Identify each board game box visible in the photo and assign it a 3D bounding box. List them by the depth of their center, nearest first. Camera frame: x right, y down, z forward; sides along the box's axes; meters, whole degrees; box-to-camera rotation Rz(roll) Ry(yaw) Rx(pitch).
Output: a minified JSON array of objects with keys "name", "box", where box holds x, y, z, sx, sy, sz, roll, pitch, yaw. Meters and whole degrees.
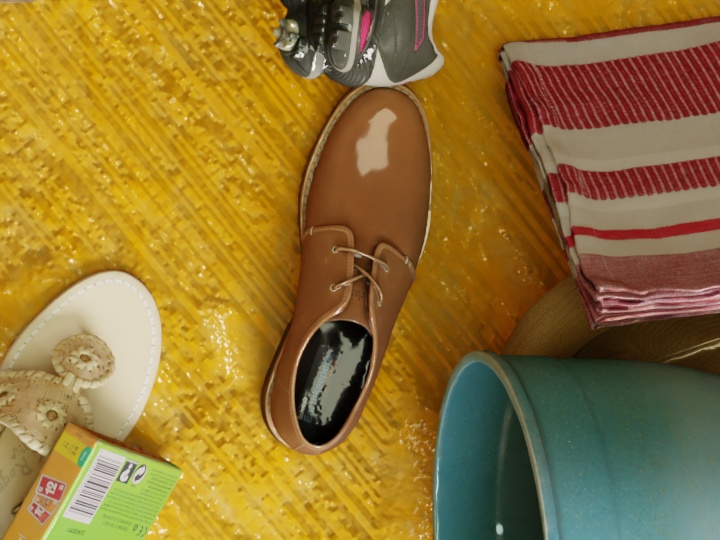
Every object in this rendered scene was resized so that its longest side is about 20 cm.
[{"name":"board game box","box":[-0.167,0.176,1.451,0.030,0.096,0.200,27,89,26]}]

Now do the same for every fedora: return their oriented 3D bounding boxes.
[{"name":"fedora","box":[0.165,0.056,1.488,0.200,0.082,0.201,0,115,1]}]

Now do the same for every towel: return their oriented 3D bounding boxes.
[{"name":"towel","box":[0.159,-0.056,1.445,0.144,0.200,0.023,-8,137,-10]}]

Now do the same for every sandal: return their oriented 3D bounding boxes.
[{"name":"sandal","box":[-0.170,0.095,1.450,0.078,0.070,0.212,41,88,-12]}]

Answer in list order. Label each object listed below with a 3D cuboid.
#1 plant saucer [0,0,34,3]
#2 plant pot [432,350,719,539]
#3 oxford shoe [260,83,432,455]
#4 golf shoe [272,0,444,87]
[{"name":"plant saucer","box":[-0.177,-0.234,1.432,0.200,0.035,0.201,-1,96,-10]},{"name":"plant pot","box":[0.150,0.132,1.382,0.187,0.200,0.201,-4,97,-13]},{"name":"oxford shoe","box":[0.000,0.000,1.472,0.071,0.071,0.201,11,92,-9]},{"name":"golf shoe","box":[0.008,-0.192,1.462,0.088,0.077,0.201,7,91,-38]}]
